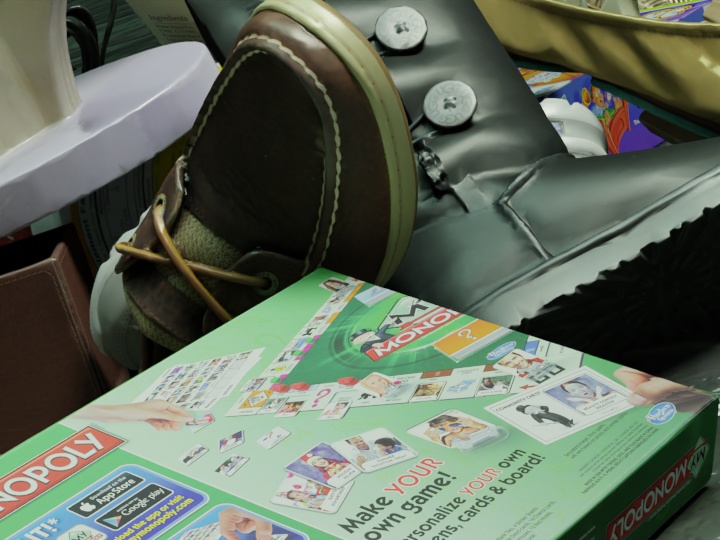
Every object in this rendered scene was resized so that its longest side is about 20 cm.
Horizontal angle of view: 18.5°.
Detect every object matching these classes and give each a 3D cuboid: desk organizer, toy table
[{"bbox_3d":[-0.190,0.054,0.845,0.199,0.077,0.072,-18,13,3],"label":"desk organizer"},{"bbox_3d":[-0.164,-0.079,0.865,0.199,0.117,0.184,-24,19,12],"label":"toy table"}]

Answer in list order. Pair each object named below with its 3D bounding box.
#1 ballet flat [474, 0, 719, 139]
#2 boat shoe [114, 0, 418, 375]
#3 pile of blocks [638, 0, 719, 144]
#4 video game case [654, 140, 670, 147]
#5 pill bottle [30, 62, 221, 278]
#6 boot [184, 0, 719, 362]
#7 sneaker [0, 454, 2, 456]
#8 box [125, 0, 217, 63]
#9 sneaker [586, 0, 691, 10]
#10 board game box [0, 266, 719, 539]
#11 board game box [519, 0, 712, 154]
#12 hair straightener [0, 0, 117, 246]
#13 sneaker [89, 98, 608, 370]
[{"bbox_3d":[0.090,-0.095,0.824,0.199,0.063,0.069,22,14,32],"label":"ballet flat"},{"bbox_3d":[-0.038,0.002,0.686,0.072,0.072,0.200,-38,-20,-35],"label":"boat shoe"},{"bbox_3d":[0.205,-0.054,0.809,0.199,0.082,0.062,2,-20,36],"label":"pile of blocks"},{"bbox_3d":[0.054,-0.037,1.009,0.143,0.018,0.200,-28,16,-32],"label":"video game case"},{"bbox_3d":[-0.053,-0.034,0.937,0.200,0.110,0.109,-6,18,47],"label":"pill bottle"},{"bbox_3d":[0.051,-0.061,0.757,0.164,0.066,0.200,-23,53,-18],"label":"boot"},{"bbox_3d":[-0.109,0.085,0.604,0.070,0.076,0.200,-27,15,-34],"label":"sneaker"},{"bbox_3d":[-0.076,-0.159,0.928,0.082,0.200,0.069,5,57,37],"label":"box"},{"bbox_3d":[0.154,-0.113,1.064,0.199,0.109,0.070,21,76,27],"label":"sneaker"},{"bbox_3d":[-0.015,0.062,0.555,0.134,0.029,0.200,17,30,31],"label":"board game box"},{"bbox_3d":[0.054,-0.069,0.996,0.199,0.045,0.134,-5,18,46],"label":"board game box"},{"bbox_3d":[-0.139,-0.069,1.023,0.041,0.201,0.077,18,32,42],"label":"hair straightener"},{"bbox_3d":[0.000,0.000,0.787,0.199,0.075,0.082,-18,55,2],"label":"sneaker"}]
